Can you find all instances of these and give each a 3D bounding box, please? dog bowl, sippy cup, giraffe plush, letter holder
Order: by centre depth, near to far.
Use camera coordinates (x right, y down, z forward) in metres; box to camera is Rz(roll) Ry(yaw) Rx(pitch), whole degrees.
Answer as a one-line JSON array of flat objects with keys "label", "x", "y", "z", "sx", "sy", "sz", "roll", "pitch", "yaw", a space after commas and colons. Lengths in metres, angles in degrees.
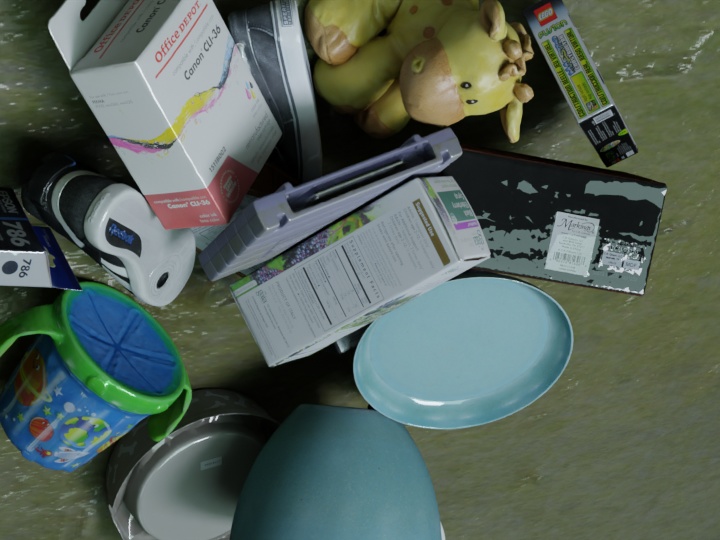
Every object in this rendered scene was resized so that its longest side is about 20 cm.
[{"label": "giraffe plush", "x": 0.071, "y": -0.178, "z": 1.315, "sx": 0.200, "sy": 0.162, "sz": 0.172, "roll": -46, "pitch": 134, "yaw": 9}, {"label": "sippy cup", "x": -0.244, "y": 0.102, "z": 1.378, "sx": 0.178, "sy": 0.140, "sz": 0.130, "roll": 42, "pitch": 113, "yaw": -6}, {"label": "letter holder", "x": 0.150, "y": -0.053, "z": 1.413, "sx": 0.199, "sy": 0.142, "sz": 0.101, "roll": 9, "pitch": 99, "yaw": -9}, {"label": "dog bowl", "x": -0.159, "y": 0.201, "z": 1.551, "sx": 0.199, "sy": 0.059, "sz": 0.201, "roll": -17, "pitch": 132, "yaw": -20}]

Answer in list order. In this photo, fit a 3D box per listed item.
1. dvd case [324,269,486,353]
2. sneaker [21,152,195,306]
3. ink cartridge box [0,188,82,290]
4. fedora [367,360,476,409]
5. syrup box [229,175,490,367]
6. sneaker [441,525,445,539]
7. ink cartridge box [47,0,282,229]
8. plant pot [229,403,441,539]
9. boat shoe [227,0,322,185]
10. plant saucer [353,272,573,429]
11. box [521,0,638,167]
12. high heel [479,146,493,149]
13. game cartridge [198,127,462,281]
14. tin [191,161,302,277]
[{"label": "dvd case", "x": 0.050, "y": 0.025, "z": 1.496, "sx": 0.199, "sy": 0.143, "sz": 0.018, "roll": -27, "pitch": 95, "yaw": -11}, {"label": "sneaker", "x": -0.212, "y": -0.043, "z": 1.309, "sx": 0.073, "sy": 0.112, "sz": 0.200, "roll": -56, "pitch": 160, "yaw": -11}, {"label": "ink cartridge box", "x": -0.319, "y": -0.029, "z": 1.240, "sx": 0.199, "sy": 0.099, "sz": 0.039, "roll": 4, "pitch": 121, "yaw": -34}, {"label": "fedora", "x": 0.091, "y": 0.076, "z": 1.557, "sx": 0.200, "sy": 0.092, "sz": 0.201, "roll": -15, "pitch": 161, "yaw": -5}, {"label": "syrup box", "x": 0.000, "y": 0.000, "z": 1.318, "sx": 0.200, "sy": 0.082, "sz": 0.079, "roll": -30, "pitch": 173, "yaw": 23}, {"label": "sneaker", "x": 0.018, "y": 0.248, "z": 1.692, "sx": 0.099, "sy": 0.071, "sz": 0.200, "roll": -33, "pitch": 129, "yaw": -2}, {"label": "ink cartridge box", "x": -0.147, "y": -0.144, "z": 1.220, "sx": 0.200, "sy": 0.067, "sz": 0.117, "roll": 61, "pitch": 39, "yaw": -35}, {"label": "plant pot", "x": -0.017, "y": 0.197, "z": 1.486, "sx": 0.200, "sy": 0.200, "sz": 0.135, "roll": 10, "pitch": 82, "yaw": -36}, {"label": "boat shoe", "x": -0.072, "y": -0.141, "z": 1.326, "sx": 0.068, "sy": 0.072, "sz": 0.200, "roll": -9, "pitch": 142, "yaw": 1}, {"label": "plant saucer", "x": 0.091, "y": 0.069, "z": 1.420, "sx": 0.199, "sy": 0.027, "sz": 0.201, "roll": -5, "pitch": 136, "yaw": -5}, {"label": "box", "x": 0.196, "y": -0.162, "z": 1.382, "sx": 0.035, "sy": 0.110, "sz": 0.200, "roll": -27, "pitch": 166, "yaw": 11}, {"label": "high heel", "x": 0.061, "y": -0.037, "z": 1.468, "sx": 0.200, "sy": 0.096, "sz": 0.067, "roll": -30, "pitch": 134, "yaw": -7}, {"label": "game cartridge", "x": -0.026, "y": -0.055, "z": 1.282, "sx": 0.200, "sy": 0.039, "sz": 0.130, "roll": -23, "pitch": 177, "yaw": -32}, {"label": "tin", "x": -0.086, "y": -0.037, "z": 1.387, "sx": 0.112, "sy": 0.042, "sz": 0.200, "roll": -20, "pitch": 145, "yaw": 34}]
